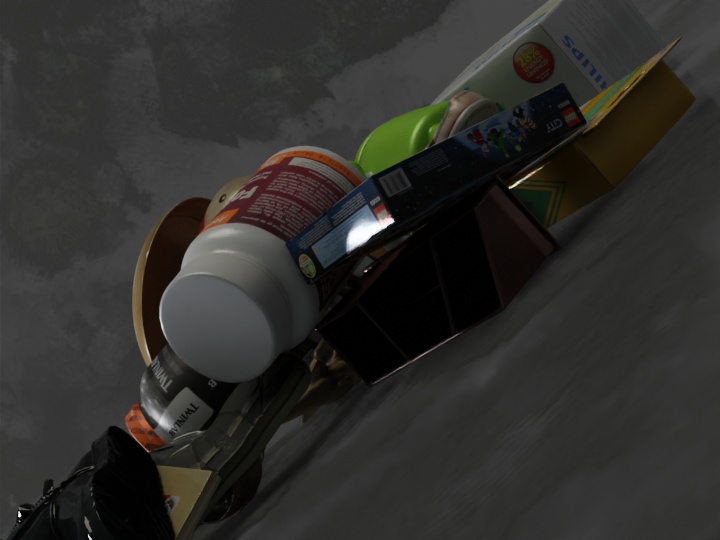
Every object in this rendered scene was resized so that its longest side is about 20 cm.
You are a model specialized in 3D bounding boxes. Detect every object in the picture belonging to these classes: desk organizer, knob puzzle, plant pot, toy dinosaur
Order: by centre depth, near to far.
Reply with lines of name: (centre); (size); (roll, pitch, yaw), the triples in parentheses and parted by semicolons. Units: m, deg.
knob puzzle: (-0.184, 0.234, 1.248); (0.220, 0.030, 0.220); (-40, 26, 24)
desk organizer: (0.053, 0.013, 1.287); (0.077, 0.072, 0.200); (-47, 7, -35)
toy dinosaur: (-0.027, 0.092, 1.416); (0.101, 0.058, 0.200); (-56, -11, 28)
plant pot: (-0.165, 0.029, 1.669); (0.027, 0.200, 0.200); (1, 27, 27)

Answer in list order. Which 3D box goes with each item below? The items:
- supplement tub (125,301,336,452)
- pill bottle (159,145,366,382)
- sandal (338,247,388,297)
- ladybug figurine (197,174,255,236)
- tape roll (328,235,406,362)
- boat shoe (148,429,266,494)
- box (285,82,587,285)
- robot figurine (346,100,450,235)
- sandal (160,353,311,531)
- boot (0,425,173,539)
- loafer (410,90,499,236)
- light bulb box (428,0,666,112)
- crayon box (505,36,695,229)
supplement tub: (-0.112, 0.086, 1.541); (0.200, 0.122, 0.123); (-50, 4, 5)
pill bottle: (-0.070, -0.006, 1.341); (0.114, 0.114, 0.200); (-38, 9, 36)
sandal: (0.000, 0.000, 1.494); (0.055, 0.082, 0.200); (-61, 22, 0)
ladybug figurine: (-0.105, -0.020, 1.630); (0.136, 0.072, 0.200); (-34, -27, -28)
tape roll: (-0.025, 0.039, 1.695); (0.202, 0.071, 0.202); (-41, 5, 5)
boat shoe: (-0.148, 0.176, 1.454); (0.068, 0.072, 0.200); (-36, 5, -37)
box: (0.056, -0.064, 1.271); (0.200, 0.038, 0.137); (-28, -5, -34)
robot figurine: (0.068, -0.093, 1.597); (0.175, 0.116, 0.200); (-13, 2, -26)
sandal: (-0.100, 0.153, 1.307); (0.201, 0.057, 0.080); (-47, 31, -3)
boot: (-0.212, 0.206, 1.213); (0.162, 0.073, 0.198); (-46, 17, 6)
loafer: (0.070, -0.075, 1.446); (0.072, 0.063, 0.200); (-31, -34, -28)
light bulb box: (0.180, -0.182, 1.737); (0.198, 0.125, 0.200); (-37, 7, 36)
crayon box: (0.180, -0.095, 1.367); (0.126, 0.052, 0.200); (-44, 5, -31)
